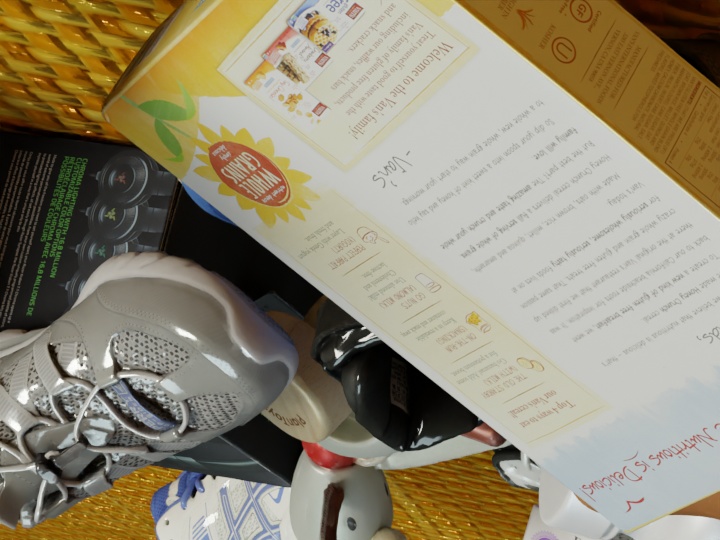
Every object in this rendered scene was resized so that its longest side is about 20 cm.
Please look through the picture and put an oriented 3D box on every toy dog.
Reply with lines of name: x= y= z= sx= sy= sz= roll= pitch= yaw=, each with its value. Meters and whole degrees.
toy dog: x=0.017 y=0.064 z=1.048 sx=0.096 sy=0.132 sz=0.200 roll=40 pitch=175 yaw=21

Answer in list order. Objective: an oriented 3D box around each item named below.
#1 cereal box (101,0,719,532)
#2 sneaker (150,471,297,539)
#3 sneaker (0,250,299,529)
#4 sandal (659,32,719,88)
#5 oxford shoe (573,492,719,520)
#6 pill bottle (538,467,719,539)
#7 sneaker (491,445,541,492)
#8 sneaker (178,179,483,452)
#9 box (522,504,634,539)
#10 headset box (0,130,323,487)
cereal box: x=0.042 y=-0.017 z=0.728 sx=0.200 sy=0.040 sz=0.144 roll=38 pitch=147 yaw=-13
sneaker: x=-0.053 y=0.105 z=1.251 sx=0.088 sy=0.200 sz=0.075 roll=16 pitch=-154 yaw=7
sneaker: x=-0.096 y=0.056 z=0.943 sx=0.075 sy=0.082 sz=0.200 roll=42 pitch=142 yaw=-20
sandal: x=0.106 y=-0.029 z=0.757 sx=0.201 sy=0.057 sz=0.080 roll=17 pitch=144 yaw=10
oxford shoe: x=0.150 y=0.071 z=0.857 sx=0.200 sy=0.071 sz=0.071 roll=-2 pitch=156 yaw=30
pill bottle: x=0.175 y=0.081 z=1.036 sx=0.200 sy=0.113 sz=0.112 roll=15 pitch=167 yaw=-5
sneaker: x=0.095 y=0.077 z=1.185 sx=0.115 sy=0.076 sz=0.200 roll=6 pitch=167 yaw=25
sneaker: x=-0.001 y=0.000 z=0.884 sx=0.200 sy=0.111 sz=0.077 roll=0 pitch=161 yaw=46
box: x=0.148 y=0.146 z=1.081 sx=0.200 sy=0.042 sz=0.039 roll=25 pitch=-169 yaw=38
headset box: x=-0.121 y=0.013 z=1.104 sx=0.200 sy=0.093 sz=0.174 roll=8 pitch=165 yaw=24
